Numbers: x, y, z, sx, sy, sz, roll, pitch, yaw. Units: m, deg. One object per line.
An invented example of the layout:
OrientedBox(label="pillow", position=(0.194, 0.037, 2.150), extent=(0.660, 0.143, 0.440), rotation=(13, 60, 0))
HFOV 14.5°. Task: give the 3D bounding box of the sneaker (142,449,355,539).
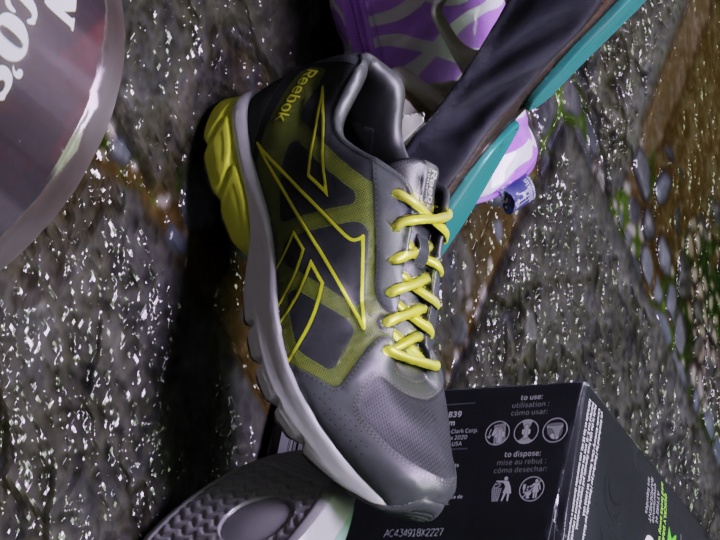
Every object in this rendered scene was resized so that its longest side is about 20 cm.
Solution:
OrientedBox(label="sneaker", position=(-0.046, 0.167, 1.076), extent=(0.201, 0.074, 0.118), rotation=(-57, 133, -38))

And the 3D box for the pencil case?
OrientedBox(label="pencil case", position=(0.015, -0.119, 1.213), extent=(0.085, 0.084, 0.201), rotation=(-30, 115, -33))

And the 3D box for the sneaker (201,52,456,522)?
OrientedBox(label="sneaker", position=(0.000, 0.000, 1.099), extent=(0.074, 0.084, 0.201), rotation=(16, 46, -54))

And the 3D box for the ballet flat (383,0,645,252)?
OrientedBox(label="ballet flat", position=(0.047, -0.076, 1.162), extent=(0.073, 0.200, 0.073), rotation=(33, 21, -14))

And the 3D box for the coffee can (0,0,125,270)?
OrientedBox(label="coffee can", position=(-0.178, -0.090, 0.778), extent=(0.200, 0.146, 0.147), rotation=(42, 52, -52))

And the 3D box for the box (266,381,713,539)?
OrientedBox(label="box", position=(0.059, 0.148, 1.194), extent=(0.200, 0.148, 0.125), rotation=(49, 45, -48))
